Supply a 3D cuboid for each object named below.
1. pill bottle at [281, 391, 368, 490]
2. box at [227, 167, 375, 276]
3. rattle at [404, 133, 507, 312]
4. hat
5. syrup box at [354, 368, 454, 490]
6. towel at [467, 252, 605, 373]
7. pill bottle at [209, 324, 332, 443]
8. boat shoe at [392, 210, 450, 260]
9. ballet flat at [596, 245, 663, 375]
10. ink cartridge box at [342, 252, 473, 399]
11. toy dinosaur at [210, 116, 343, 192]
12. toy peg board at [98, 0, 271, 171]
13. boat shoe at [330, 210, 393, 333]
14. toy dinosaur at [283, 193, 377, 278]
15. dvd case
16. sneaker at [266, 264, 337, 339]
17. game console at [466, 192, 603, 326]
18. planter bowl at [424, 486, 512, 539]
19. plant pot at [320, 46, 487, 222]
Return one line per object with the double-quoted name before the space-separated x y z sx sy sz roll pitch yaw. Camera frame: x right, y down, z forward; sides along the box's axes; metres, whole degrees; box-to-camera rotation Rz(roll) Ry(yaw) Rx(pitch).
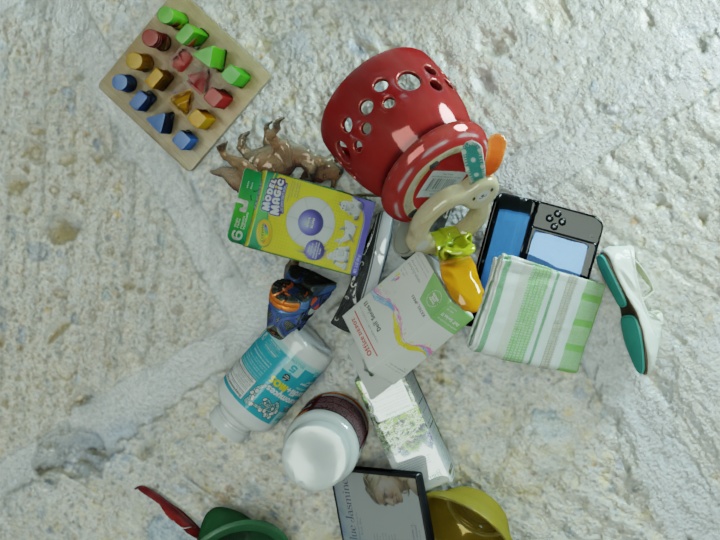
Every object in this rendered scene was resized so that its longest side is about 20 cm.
"pill bottle" -0.053 0.255 1.704 0.113 0.200 0.115 1 95 7
"box" -0.087 -0.073 1.670 0.199 0.048 0.118 15 88 -14
"rattle" 0.158 -0.067 1.560 0.130 0.143 0.200 21 126 -33
"hat" -0.222 0.402 1.832 0.165 0.176 0.200 -40 127 7
"syrup box" 0.069 0.238 1.747 0.078 0.081 0.201 -24 93 10
"towel" 0.259 0.066 1.679 0.199 0.031 0.150 14 99 -28
"pill bottle" -0.143 0.170 1.753 0.111 0.111 0.200 41 99 1
"boat shoe" 0.111 -0.107 1.729 0.067 0.057 0.201 28 96 40
"ballet flat" 0.415 0.054 1.701 0.069 0.069 0.201 -20 92 8
"ink cartridge box" 0.052 0.081 1.662 0.200 0.067 0.117 -42 47 14
"toy dinosaur" -0.138 -0.152 1.738 0.199 0.086 0.136 -21 100 14
"toy peg board" -0.278 -0.290 1.731 0.200 0.098 0.199 43 99 2
"boat shoe" 0.000 0.000 1.744 0.066 0.070 0.201 16 105 4
"toy dinosaur" -0.068 -0.074 1.747 0.200 0.106 0.060 -47 58 12
"dvd case" 0.033 0.371 1.736 0.199 0.017 0.144 -6 97 48
"sneaker" -0.096 0.046 1.693 0.075 0.200 0.079 27 108 13
"game console" 0.257 0.001 1.683 0.171 0.119 0.201 15 98 5
"planter bowl" 0.163 0.391 1.732 0.199 0.083 0.201 20 133 23
"plant pot" 0.071 -0.186 1.618 0.200 0.200 0.183 -45 60 9
